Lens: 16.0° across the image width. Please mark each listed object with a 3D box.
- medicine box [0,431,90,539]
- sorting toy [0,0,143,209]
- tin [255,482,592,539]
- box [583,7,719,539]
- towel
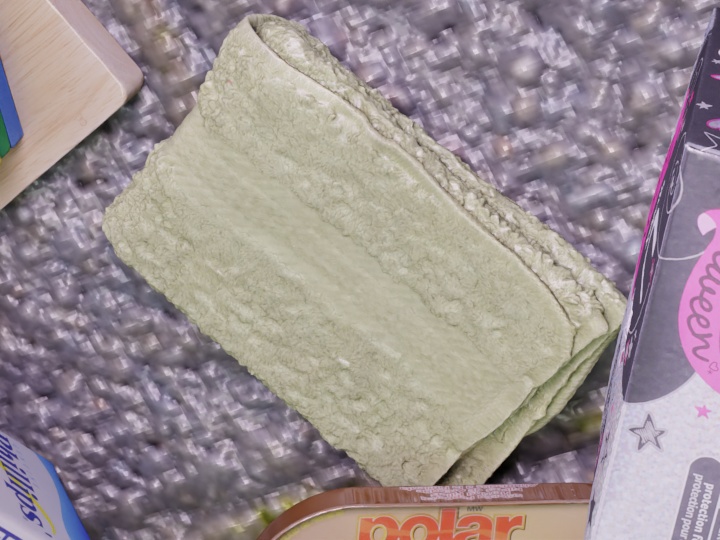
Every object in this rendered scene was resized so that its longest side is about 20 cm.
[{"bbox_3d":[-0.246,0.130,1.099,0.200,0.103,0.182,36,99,-33],"label":"medicine box"},{"bbox_3d":[-0.229,-0.088,1.075,0.200,0.070,0.199,-36,100,34],"label":"sorting toy"},{"bbox_3d":[0.044,0.143,1.063,0.198,0.042,0.113,0,107,-2],"label":"tin"},{"bbox_3d":[0.161,0.028,0.936,0.131,0.115,0.201,13,122,5],"label":"box"},{"bbox_3d":[0.000,0.000,1.047,0.200,0.037,0.149,38,126,-3],"label":"towel"}]
